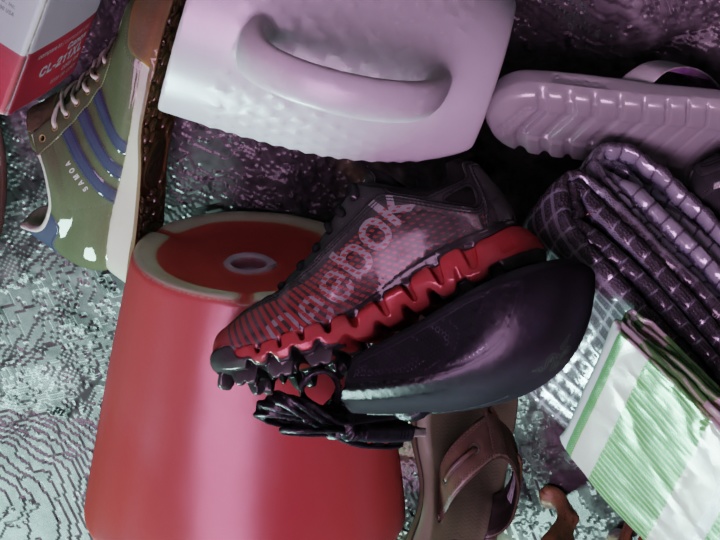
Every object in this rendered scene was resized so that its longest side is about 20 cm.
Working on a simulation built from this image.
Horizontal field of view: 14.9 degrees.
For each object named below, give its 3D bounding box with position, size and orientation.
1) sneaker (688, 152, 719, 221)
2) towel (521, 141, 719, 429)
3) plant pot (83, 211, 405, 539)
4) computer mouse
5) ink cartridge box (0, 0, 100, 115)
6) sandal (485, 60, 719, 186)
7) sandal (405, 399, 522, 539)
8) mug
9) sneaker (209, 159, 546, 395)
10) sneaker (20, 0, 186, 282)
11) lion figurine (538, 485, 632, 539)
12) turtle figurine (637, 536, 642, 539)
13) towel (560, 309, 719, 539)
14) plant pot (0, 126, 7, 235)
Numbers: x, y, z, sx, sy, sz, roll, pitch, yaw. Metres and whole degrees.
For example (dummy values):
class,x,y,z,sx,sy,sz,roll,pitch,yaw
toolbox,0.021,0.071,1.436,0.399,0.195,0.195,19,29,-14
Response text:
class,x,y,z,sx,sy,sz,roll,pitch,yaw
sneaker,0.254,0.011,1.583,0.074,0.085,0.200,-23,126,28
towel,0.164,0.044,1.582,0.200,0.086,0.166,47,148,10
plant pot,-0.069,0.071,1.668,0.200,0.201,0.178,7,113,10
computer mouse,0.052,0.059,1.526,0.200,0.138,0.053,-31,68,29
ink cartridge box,-0.207,-0.214,1.554,0.146,0.083,0.200,35,125,11
sandal,0.172,-0.093,1.571,0.202,0.050,0.083,10,146,-11
sandal,0.072,0.133,1.685,0.080,0.202,0.057,12,170,-39
mug,-0.010,-0.126,1.512,0.175,0.200,0.148,17,110,-3
sneaker,0.000,0.000,1.547,0.200,0.071,0.098,-25,77,9
sneaker,-0.160,-0.089,1.652,0.090,0.067,0.201,18,121,12
lion figurine,0.086,0.200,1.742,0.199,0.123,0.073,-18,117,23
turtle figurine,0.280,0.217,1.739,0.161,0.064,0.200,-33,109,30
towel,0.198,0.127,1.514,0.200,0.023,0.153,43,148,17
plant pot,-0.341,-0.055,1.666,0.173,0.200,0.201,2,124,33
